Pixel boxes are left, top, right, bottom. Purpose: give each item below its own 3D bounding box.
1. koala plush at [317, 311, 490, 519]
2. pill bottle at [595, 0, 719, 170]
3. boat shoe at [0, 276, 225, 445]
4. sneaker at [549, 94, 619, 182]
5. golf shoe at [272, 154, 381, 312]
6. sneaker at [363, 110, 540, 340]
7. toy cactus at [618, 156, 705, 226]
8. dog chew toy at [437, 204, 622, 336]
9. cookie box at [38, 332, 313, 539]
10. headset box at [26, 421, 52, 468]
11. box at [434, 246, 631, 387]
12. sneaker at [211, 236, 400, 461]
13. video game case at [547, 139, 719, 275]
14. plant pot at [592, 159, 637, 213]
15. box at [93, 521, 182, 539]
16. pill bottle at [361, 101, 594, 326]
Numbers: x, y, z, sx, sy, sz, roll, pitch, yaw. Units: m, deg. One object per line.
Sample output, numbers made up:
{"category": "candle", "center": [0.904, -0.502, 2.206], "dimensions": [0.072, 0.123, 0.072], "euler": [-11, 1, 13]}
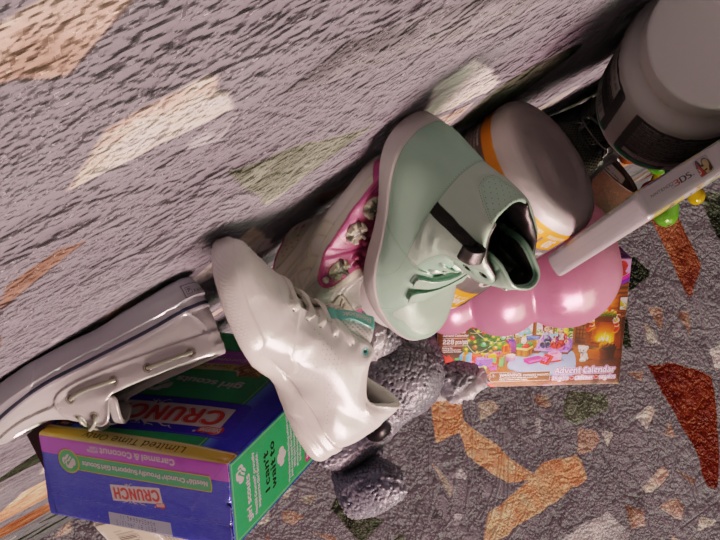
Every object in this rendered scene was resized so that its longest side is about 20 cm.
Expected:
{"category": "koala plush", "center": [0.011, 0.107, 1.159], "dimensions": [0.200, 0.176, 0.186], "euler": [-38, -152, 48]}
{"category": "pill bottle", "center": [0.246, -0.147, 0.913], "dimensions": [0.112, 0.114, 0.200], "euler": [-30, 174, 0]}
{"category": "boat shoe", "center": [-0.189, 0.082, 0.860], "dimensions": [0.198, 0.067, 0.074], "euler": [-32, 174, 9]}
{"category": "sneaker", "center": [0.233, -0.141, 1.103], "dimensions": [0.198, 0.077, 0.114], "euler": [-29, 171, -34]}
{"category": "golf shoe", "center": [-0.026, -0.016, 0.898], "dimensions": [0.074, 0.092, 0.201], "euler": [-3, 134, -41]}
{"category": "sneaker", "center": [0.064, 0.003, 0.821], "dimensions": [0.073, 0.118, 0.202], "euler": [-31, 144, -24]}
{"category": "toy cactus", "center": [0.330, -0.151, 1.205], "dimensions": [0.202, 0.101, 0.165], "euler": [-59, 168, -5]}
{"category": "dog chew toy", "center": [0.139, 0.004, 1.119], "dimensions": [0.197, 0.127, 0.125], "euler": [-15, 174, 0]}
{"category": "cookie box", "center": [-0.124, 0.123, 0.949], "dimensions": [0.168, 0.076, 0.200], "euler": [5, -157, 23]}
{"category": "headset box", "center": [-0.201, 0.135, 1.180], "dimensions": [0.198, 0.078, 0.149], "euler": [-33, 174, 9]}
{"category": "box", "center": [0.170, 0.048, 1.220], "dimensions": [0.196, 0.139, 0.039], "euler": [-1, -161, -7]}
{"category": "sneaker", "center": [-0.035, 0.043, 0.845], "dimensions": [0.087, 0.201, 0.076], "euler": [-24, -143, 6]}
{"category": "video game case", "center": [0.244, -0.067, 0.904], "dimensions": [0.180, 0.023, 0.200], "euler": [-31, 175, -13]}
{"category": "plant pot", "center": [0.196, -0.046, 1.292], "dimensions": [0.200, 0.187, 0.186], "euler": [-46, 168, 23]}
{"category": "box", "center": [-0.206, 0.213, 1.301], "dimensions": [0.068, 0.083, 0.201], "euler": [-18, -148, 30]}
{"category": "pill bottle", "center": [0.081, -0.038, 0.978], "dimensions": [0.199, 0.117, 0.116], "euler": [-35, 172, 34]}
